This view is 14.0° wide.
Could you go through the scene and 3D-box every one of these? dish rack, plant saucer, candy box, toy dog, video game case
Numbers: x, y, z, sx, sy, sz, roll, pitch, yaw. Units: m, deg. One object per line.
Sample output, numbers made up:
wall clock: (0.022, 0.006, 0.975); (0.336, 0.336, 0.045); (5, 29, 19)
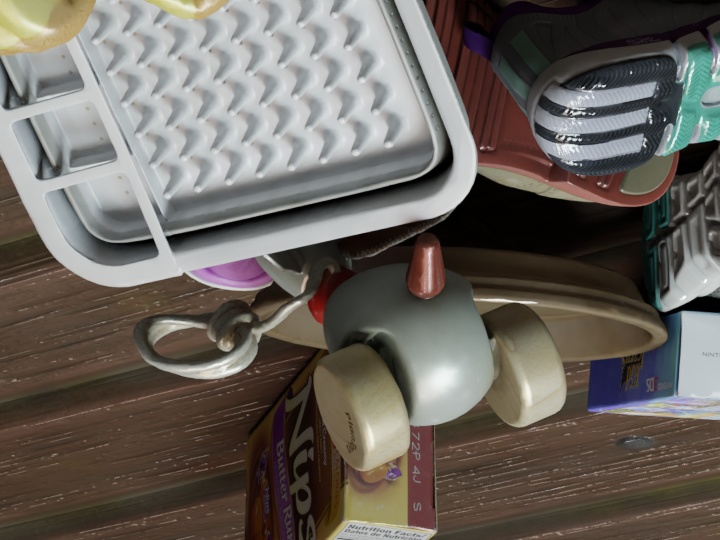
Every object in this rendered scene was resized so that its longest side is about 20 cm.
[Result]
dish rack: (-0.059, -0.088, 1.160); (0.199, 0.044, 0.172); (-11, 116, 26)
plant saucer: (0.046, 0.017, 1.385); (0.199, 0.030, 0.200); (4, 170, 1)
candy box: (-0.014, 0.116, 1.613); (0.056, 0.117, 0.200); (8, 155, -17)
toy dog: (0.000, 0.000, 1.220); (0.199, 0.132, 0.097); (24, 131, 38)
video game case: (0.223, 0.053, 1.477); (0.180, 0.046, 0.200); (3, 175, -8)

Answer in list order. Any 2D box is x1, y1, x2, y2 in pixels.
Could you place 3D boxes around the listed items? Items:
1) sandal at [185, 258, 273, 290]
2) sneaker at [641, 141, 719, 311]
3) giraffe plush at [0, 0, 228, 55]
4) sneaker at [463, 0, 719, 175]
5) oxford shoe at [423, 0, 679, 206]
sandal: (-0.033, -0.026, 1.368); (0.082, 0.050, 0.203); (6, 156, -13)
sneaker: (0.199, -0.025, 1.329); (0.091, 0.078, 0.200); (-1, 176, -16)
giraffe plush: (-0.146, -0.158, 0.971); (0.199, 0.174, 0.162); (5, 180, -36)
sneaker: (0.142, -0.096, 1.213); (0.199, 0.088, 0.075); (-6, 128, -32)
oxford shoe: (0.039, -0.072, 1.243); (0.199, 0.071, 0.075); (26, 165, -30)
